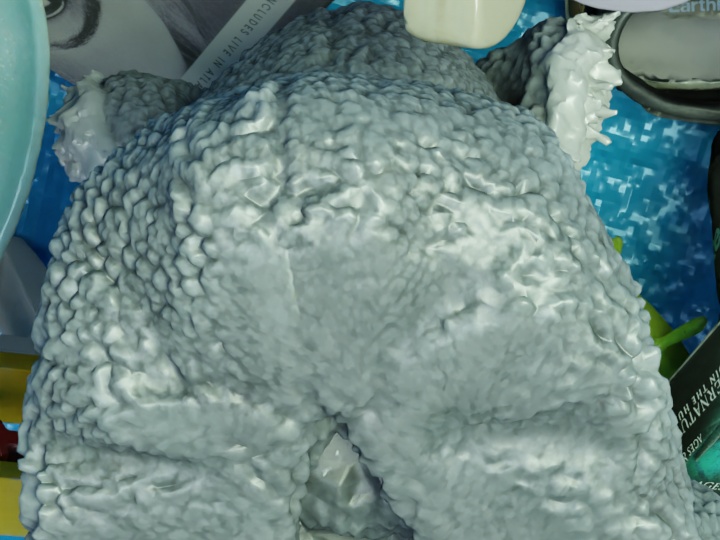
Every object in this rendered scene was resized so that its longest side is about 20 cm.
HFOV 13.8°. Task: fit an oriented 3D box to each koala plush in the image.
[{"bbox_3d":[0.000,0.000,0.728,0.176,0.200,0.185,-8,122,6],"label":"koala plush"}]

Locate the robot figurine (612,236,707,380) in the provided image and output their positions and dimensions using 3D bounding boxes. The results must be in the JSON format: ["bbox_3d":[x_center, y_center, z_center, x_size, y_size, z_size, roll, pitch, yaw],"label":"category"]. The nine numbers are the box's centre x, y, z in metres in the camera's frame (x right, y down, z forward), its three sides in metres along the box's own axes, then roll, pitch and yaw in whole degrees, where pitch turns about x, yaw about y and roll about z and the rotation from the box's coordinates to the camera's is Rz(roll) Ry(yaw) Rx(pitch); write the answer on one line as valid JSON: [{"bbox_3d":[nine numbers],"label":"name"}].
[{"bbox_3d":[0.018,0.075,0.846,0.116,0.176,0.200,40,96,-24],"label":"robot figurine"}]

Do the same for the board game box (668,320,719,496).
[{"bbox_3d":[0.188,0.019,0.770,0.199,0.028,0.135,7,139,-28],"label":"board game box"}]

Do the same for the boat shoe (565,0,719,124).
[{"bbox_3d":[0.156,-0.076,0.827,0.199,0.062,0.075,-5,112,6],"label":"boat shoe"}]

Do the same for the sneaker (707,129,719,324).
[{"bbox_3d":[0.171,0.014,0.848,0.200,0.079,0.075,27,122,-39],"label":"sneaker"}]

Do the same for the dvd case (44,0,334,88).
[{"bbox_3d":[-0.097,-0.121,0.816,0.199,0.016,0.149,32,143,-11],"label":"dvd case"}]

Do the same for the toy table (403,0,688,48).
[{"bbox_3d":[0.047,-0.150,0.685,0.183,0.117,0.201,-2,106,30],"label":"toy table"}]

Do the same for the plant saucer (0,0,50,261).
[{"bbox_3d":[-0.167,-0.030,0.695,0.199,0.036,0.201,-23,131,-29],"label":"plant saucer"}]

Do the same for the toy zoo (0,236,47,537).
[{"bbox_3d":[-0.140,0.026,0.836,0.199,0.131,0.021,8,120,-31],"label":"toy zoo"}]
